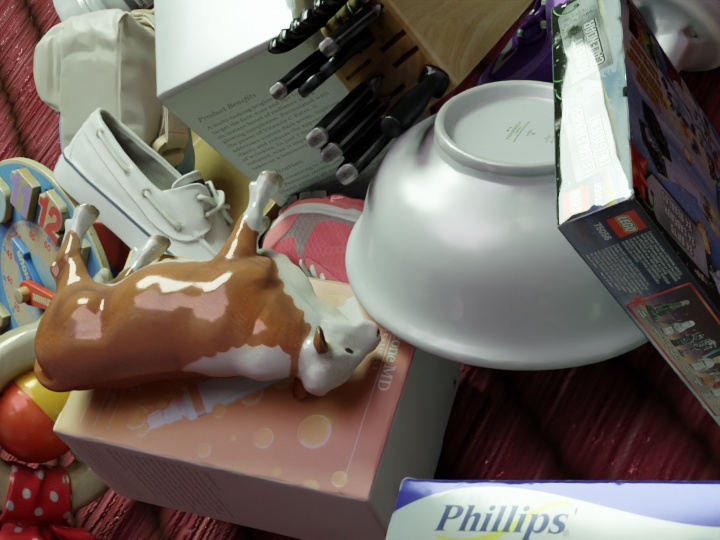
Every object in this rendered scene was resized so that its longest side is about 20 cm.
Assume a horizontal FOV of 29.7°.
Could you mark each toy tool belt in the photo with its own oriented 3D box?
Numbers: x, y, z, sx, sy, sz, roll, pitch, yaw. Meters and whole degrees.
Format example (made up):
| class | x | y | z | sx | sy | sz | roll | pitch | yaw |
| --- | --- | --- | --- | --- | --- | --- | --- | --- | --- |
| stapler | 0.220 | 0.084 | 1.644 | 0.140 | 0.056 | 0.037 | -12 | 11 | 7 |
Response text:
| class | x | y | z | sx | sy | sz | roll | pitch | yaw |
| --- | --- | --- | --- | --- | --- | --- | --- | --- | --- |
| toy tool belt | -0.175 | -0.104 | 1.065 | 0.123 | 0.123 | 0.203 | 2 | 101 | 24 |

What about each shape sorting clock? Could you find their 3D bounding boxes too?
| class | x | y | z | sx | sy | sz | roll | pitch | yaw |
| --- | --- | --- | --- | --- | --- | --- | --- | --- | --- |
| shape sorting clock | -0.244 | 0.015 | 1.031 | 0.198 | 0.039 | 0.203 | 15 | 111 | 41 |

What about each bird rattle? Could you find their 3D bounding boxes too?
| class | x | y | z | sx | sy | sz | roll | pitch | yaw |
| --- | --- | --- | --- | --- | --- | --- | --- | --- | --- |
| bird rattle | -0.206 | 0.117 | 0.919 | 0.199 | 0.164 | 0.113 | -38 | 20 | -5 |

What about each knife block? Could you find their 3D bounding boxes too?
| class | x | y | z | sx | sy | sz | roll | pitch | yaw |
| --- | --- | --- | --- | --- | --- | --- | --- | --- | --- |
| knife block | 0.034 | -0.121 | 0.800 | 0.064 | 0.198 | 0.178 | -32 | 57 | 40 |

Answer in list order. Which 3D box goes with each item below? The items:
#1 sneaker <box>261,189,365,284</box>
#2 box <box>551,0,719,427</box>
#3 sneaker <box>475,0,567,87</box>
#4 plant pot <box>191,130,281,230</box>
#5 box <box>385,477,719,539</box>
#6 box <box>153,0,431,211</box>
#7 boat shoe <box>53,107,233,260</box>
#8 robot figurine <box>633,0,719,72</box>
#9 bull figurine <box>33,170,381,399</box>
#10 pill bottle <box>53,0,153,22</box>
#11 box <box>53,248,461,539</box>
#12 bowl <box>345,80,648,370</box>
| class | x | y | z | sx | sy | sz | roll | pitch | yaw |
| --- | --- | --- | --- | --- | --- | --- | --- | --- | --- |
| sneaker | 0.000 | 0.000 | 0.885 | 0.198 | 0.074 | 0.088 | -3 | 58 | 43 |
| box | 0.154 | -0.021 | 0.654 | 0.039 | 0.200 | 0.138 | -21 | 44 | 28 |
| sneaker | 0.138 | -0.186 | 0.909 | 0.201 | 0.083 | 0.080 | -52 | 38 | -5 |
| plant pot | -0.110 | -0.074 | 1.090 | 0.198 | 0.027 | 0.202 | -25 | 44 | 26 |
| box | 0.125 | 0.168 | 0.516 | 0.182 | 0.200 | 0.106 | -7 | 53 | 39 |
| box | -0.041 | -0.142 | 0.920 | 0.105 | 0.200 | 0.154 | -21 | 54 | 22 |
| boat shoe | -0.126 | -0.040 | 0.964 | 0.199 | 0.072 | 0.066 | 39 | 107 | 15 |
| robot figurine | 0.202 | -0.203 | 0.829 | 0.202 | 0.168 | 0.113 | -61 | -1 | -9 |
| bull figurine | -0.087 | 0.016 | 0.745 | 0.197 | 0.065 | 0.123 | -6 | 54 | 12 |
| pill bottle | -0.184 | -0.285 | 1.272 | 0.199 | 0.113 | 0.114 | -35 | 39 | 15 |
| box | -0.056 | 0.077 | 0.796 | 0.197 | 0.098 | 0.126 | 8 | 62 | 21 |
| bowl | 0.087 | -0.042 | 0.747 | 0.198 | 0.091 | 0.202 | -2 | 35 | 1 |
